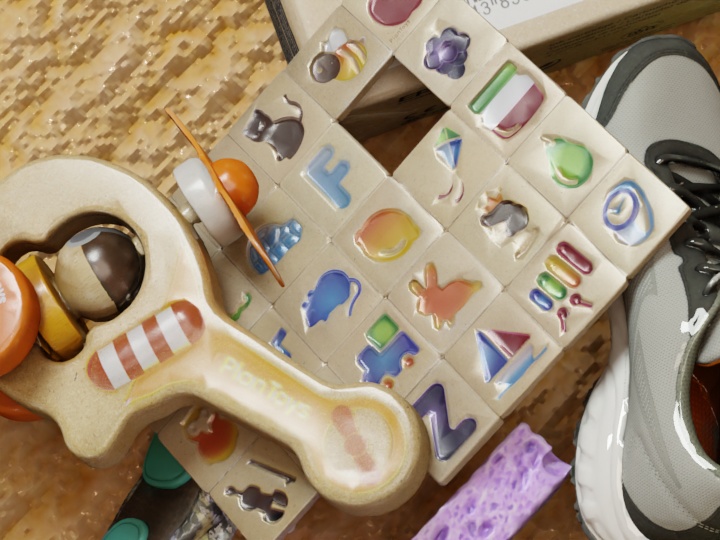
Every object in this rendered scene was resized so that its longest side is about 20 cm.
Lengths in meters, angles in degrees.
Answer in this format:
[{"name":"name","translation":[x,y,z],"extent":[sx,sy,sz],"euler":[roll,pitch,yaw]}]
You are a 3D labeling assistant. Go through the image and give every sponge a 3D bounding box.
[{"name":"sponge","translation":[-0.002,0.143,0.900],"extent":[0.030,0.112,0.200],"euler":[44,80,6]}]

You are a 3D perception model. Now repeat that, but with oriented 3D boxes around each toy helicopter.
[{"name":"toy helicopter","translation":[-0.057,0.020,0.875],"extent":[0.199,0.079,0.133],"euler":[29,80,18]}]

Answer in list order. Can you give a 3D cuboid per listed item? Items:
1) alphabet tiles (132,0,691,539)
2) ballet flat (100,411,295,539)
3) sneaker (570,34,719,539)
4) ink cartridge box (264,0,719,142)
[{"name":"alphabet tiles","translation":[0.000,0.000,0.886],"extent":[0.200,0.008,0.167],"euler":[-48,62,6]},{"name":"ballet flat","translation":[-0.065,0.101,0.934],"extent":[0.072,0.072,0.201],"euler":[30,80,1]},{"name":"sneaker","translation":[0.123,0.006,0.868],"extent":[0.073,0.079,0.202],"euler":[11,67,-28]},{"name":"ink cartridge box","translation":[0.049,-0.161,0.974],"extent":[0.198,0.075,0.166],"euler":[-20,84,-6]}]
